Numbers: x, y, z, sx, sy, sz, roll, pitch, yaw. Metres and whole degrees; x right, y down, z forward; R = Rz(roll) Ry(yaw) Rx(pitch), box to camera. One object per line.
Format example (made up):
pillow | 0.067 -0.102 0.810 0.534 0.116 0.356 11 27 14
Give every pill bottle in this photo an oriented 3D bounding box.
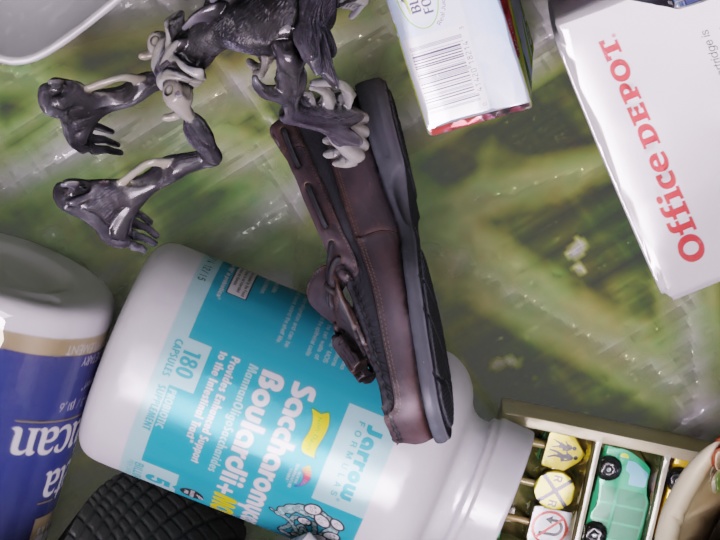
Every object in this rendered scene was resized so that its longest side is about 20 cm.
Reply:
pill bottle | -0.195 0.088 1.307 0.111 0.111 0.200 17 105 -3
pill bottle | -0.023 0.071 1.292 0.200 0.111 0.111 21 104 0

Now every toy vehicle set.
toy vehicle set | 0.110 0.171 1.361 0.124 0.027 0.200 11 104 -1

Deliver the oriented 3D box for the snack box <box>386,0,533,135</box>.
snack box | 0.026 -0.173 1.219 0.053 0.142 0.200 -16 104 7

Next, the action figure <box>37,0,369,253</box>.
action figure | -0.053 -0.097 1.227 0.200 0.102 0.119 -35 67 30

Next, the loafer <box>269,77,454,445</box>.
loafer | 0.000 0.000 1.251 0.063 0.200 0.072 -13 142 4

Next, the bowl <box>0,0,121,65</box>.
bowl | -0.154 -0.219 1.249 0.200 0.075 0.200 -41 100 10

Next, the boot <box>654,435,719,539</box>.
boot | 0.211 0.084 1.278 0.075 0.107 0.200 31 83 37

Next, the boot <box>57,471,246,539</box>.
boot | -0.148 0.174 1.316 0.068 0.200 0.131 46 129 6

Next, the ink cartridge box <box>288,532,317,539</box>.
ink cartridge box | -0.033 0.250 1.288 0.146 0.147 0.200 -40 93 -21

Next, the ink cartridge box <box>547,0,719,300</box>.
ink cartridge box | 0.202 -0.095 1.260 0.200 0.084 0.146 -22 105 7

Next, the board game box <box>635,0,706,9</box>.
board game box | 0.096 -0.215 1.118 0.062 0.200 0.200 -20 103 -9
